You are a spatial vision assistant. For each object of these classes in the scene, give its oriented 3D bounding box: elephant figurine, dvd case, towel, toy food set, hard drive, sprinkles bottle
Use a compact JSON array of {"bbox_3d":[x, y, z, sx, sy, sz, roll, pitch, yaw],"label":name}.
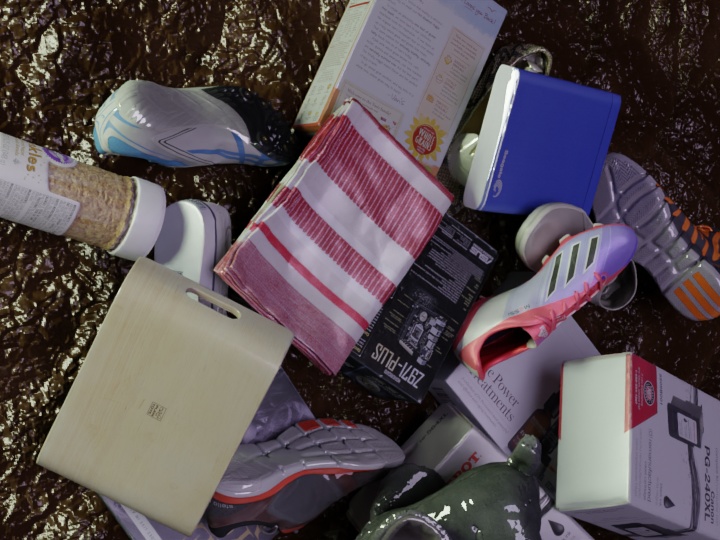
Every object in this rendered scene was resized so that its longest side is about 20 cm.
[{"bbox_3d":[0.052,0.235,1.265,0.199,0.142,0.156,-1,68,0],"label":"elephant figurine"},{"bbox_3d":[-0.120,0.183,1.323,0.200,0.016,0.149,-40,109,-22],"label":"dvd case"},{"bbox_3d":[-0.016,-0.030,1.276,0.144,0.023,0.200,43,71,-23],"label":"towel"},{"bbox_3d":[-0.162,0.108,1.225,0.143,0.060,0.201,27,103,-3],"label":"toy food set"},{"bbox_3d":[0.177,-0.117,1.418,0.200,0.025,0.133,2,105,-53],"label":"hard drive"},{"bbox_3d":[-0.260,-0.067,1.211,0.199,0.068,0.069,19,82,-28],"label":"sprinkles bottle"}]

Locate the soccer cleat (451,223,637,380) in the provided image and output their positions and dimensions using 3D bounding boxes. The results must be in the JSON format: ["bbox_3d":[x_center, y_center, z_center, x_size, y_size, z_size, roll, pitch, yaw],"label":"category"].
[{"bbox_3d":[0.174,0.029,1.367,0.199,0.077,0.067,-30,132,3],"label":"soccer cleat"}]

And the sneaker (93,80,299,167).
[{"bbox_3d":[-0.141,-0.120,1.288,0.199,0.072,0.072,6,59,-41],"label":"sneaker"}]

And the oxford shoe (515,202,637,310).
[{"bbox_3d":[0.215,-0.011,1.440,0.075,0.058,0.200,-53,142,6],"label":"oxford shoe"}]

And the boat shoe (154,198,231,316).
[{"bbox_3d":[-0.147,0.039,1.281,0.066,0.072,0.201,-2,97,-59],"label":"boat shoe"}]

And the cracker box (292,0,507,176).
[{"bbox_3d":[0.038,-0.188,1.382,0.134,0.058,0.201,31,77,-28],"label":"cracker box"}]

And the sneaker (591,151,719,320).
[{"bbox_3d":[0.315,-0.039,1.535,0.200,0.078,0.112,56,29,6],"label":"sneaker"}]

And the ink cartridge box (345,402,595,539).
[{"bbox_3d":[0.109,0.245,1.387,0.200,0.084,0.146,43,89,-19],"label":"ink cartridge box"}]

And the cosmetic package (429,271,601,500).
[{"bbox_3d":[0.173,0.124,1.467,0.151,0.052,0.200,-49,112,-23],"label":"cosmetic package"}]

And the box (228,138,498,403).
[{"bbox_3d":[0.000,0.000,1.346,0.200,0.086,0.164,35,74,-25],"label":"box"}]

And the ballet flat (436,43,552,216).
[{"bbox_3d":[0.123,-0.138,1.419,0.068,0.075,0.200,38,73,-22],"label":"ballet flat"}]

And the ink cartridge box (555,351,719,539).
[{"bbox_3d":[0.276,0.177,1.417,0.200,0.083,0.146,25,61,-43],"label":"ink cartridge box"}]

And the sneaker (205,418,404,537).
[{"bbox_3d":[-0.055,0.190,1.324,0.199,0.077,0.082,-6,120,-29],"label":"sneaker"}]
